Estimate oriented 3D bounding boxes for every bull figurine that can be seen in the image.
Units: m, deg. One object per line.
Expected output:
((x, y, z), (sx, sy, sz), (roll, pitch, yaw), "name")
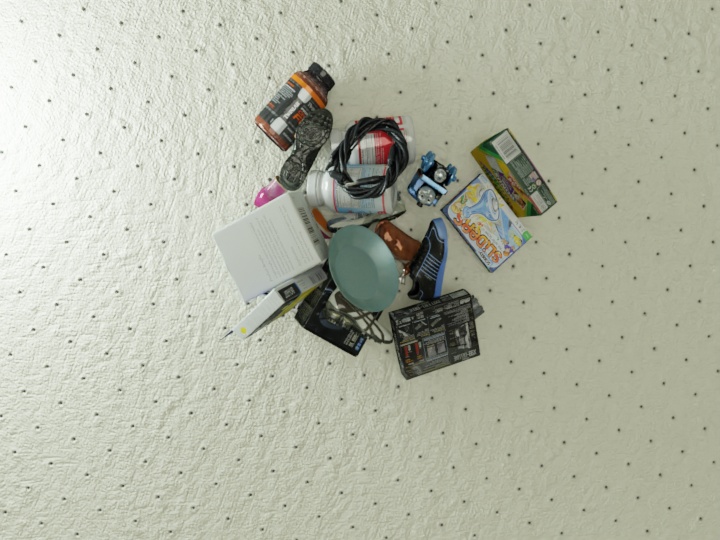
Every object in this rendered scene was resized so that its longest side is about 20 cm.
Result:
((0.106, -0.037, 1.516), (0.198, 0.065, 0.123), (33, 94, -13), "bull figurine")

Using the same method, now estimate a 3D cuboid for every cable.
((0.026, -0.251, 1.366), (0.162, 0.051, 0.201), (35, 75, 24), "cable")

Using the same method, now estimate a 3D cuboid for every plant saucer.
((0.000, 0.000, 1.393), (0.198, 0.038, 0.206), (19, 57, -32), "plant saucer")

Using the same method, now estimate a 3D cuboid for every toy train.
((0.163, -0.205, 1.449), (0.085, 0.200, 0.116), (29, 103, -6), "toy train")

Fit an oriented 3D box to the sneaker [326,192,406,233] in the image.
((0.007, -0.147, 1.513), (0.195, 0.078, 0.088), (-18, 81, -7), "sneaker")

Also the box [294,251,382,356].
((-0.035, 0.072, 1.485), (0.162, 0.086, 0.203), (31, 90, -25), "box")

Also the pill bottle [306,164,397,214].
((-0.018, -0.186, 1.435), (0.195, 0.109, 0.112), (2, 95, 13), "pill bottle")

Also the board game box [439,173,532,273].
((0.308, -0.116, 1.541), (0.135, 0.034, 0.201), (-41, 95, 0), "board game box")

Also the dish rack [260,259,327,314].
((-0.168, 0.001, 1.520), (0.196, 0.044, 0.175), (25, 94, -5), "dish rack")

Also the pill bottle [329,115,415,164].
((0.027, -0.297, 1.473), (0.194, 0.112, 0.115), (-6, 95, -2), "pill bottle")

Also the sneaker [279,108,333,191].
((-0.127, -0.282, 1.452), (0.075, 0.091, 0.202), (31, 98, -6), "sneaker")

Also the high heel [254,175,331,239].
((-0.162, -0.129, 1.511), (0.199, 0.068, 0.096), (40, 119, -17), "high heel")

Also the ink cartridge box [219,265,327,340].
((-0.189, 0.083, 1.388), (0.047, 0.197, 0.200), (49, 118, 3), "ink cartridge box")

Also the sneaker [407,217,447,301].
((0.153, -0.022, 1.457), (0.076, 0.070, 0.205), (-3, 111, -16), "sneaker")

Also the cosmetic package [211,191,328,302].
((-0.193, -0.057, 1.400), (0.196, 0.165, 0.168), (-25, 94, 8), "cosmetic package")

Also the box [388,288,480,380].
((0.176, 0.150, 1.475), (0.195, 0.050, 0.161), (-17, 109, -9), "box")

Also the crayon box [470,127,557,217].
((0.353, -0.221, 1.466), (0.058, 0.173, 0.202), (-36, 95, -3), "crayon box")

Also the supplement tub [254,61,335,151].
((-0.148, -0.385, 1.460), (0.107, 0.107, 0.201), (41, 92, -5), "supplement tub")

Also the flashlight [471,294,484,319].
((0.210, 0.137, 1.538), (0.198, 0.068, 0.068), (-38, 106, 2), "flashlight")

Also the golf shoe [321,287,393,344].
((0.009, 0.102, 1.420), (0.198, 0.077, 0.096), (29, 80, -33), "golf shoe")
